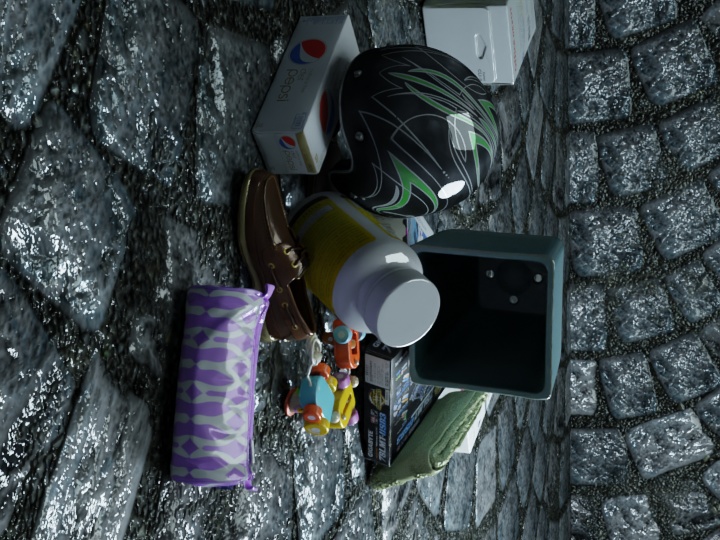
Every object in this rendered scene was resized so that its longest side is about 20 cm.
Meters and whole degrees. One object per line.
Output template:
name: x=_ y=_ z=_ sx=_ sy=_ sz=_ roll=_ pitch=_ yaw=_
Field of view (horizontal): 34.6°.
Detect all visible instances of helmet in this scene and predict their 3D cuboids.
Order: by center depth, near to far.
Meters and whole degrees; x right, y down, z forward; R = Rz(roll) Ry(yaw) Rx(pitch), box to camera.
helmet: x=0.060 y=-0.161 z=1.322 sx=0.191 sy=0.199 sz=0.201 roll=129 pitch=-25 yaw=-63

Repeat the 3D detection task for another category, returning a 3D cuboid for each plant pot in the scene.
plant pot: x=0.188 y=0.038 z=1.579 sx=0.200 sy=0.195 sz=0.197 roll=-39 pitch=131 yaw=-62

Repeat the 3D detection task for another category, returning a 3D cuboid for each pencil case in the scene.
pencil case: x=-0.133 y=0.112 z=1.105 sx=0.084 sy=0.085 sz=0.202 roll=15 pitch=77 yaw=-72

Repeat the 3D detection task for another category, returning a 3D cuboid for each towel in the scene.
towel: x=0.101 y=0.242 z=1.701 sx=0.037 sy=0.148 sz=0.200 roll=53 pitch=43 yaw=-11

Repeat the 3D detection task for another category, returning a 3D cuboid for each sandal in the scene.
sandal: x=-0.027 y=-0.062 z=1.433 sx=0.082 sy=0.054 sz=0.202 roll=-29 pitch=120 yaw=-68

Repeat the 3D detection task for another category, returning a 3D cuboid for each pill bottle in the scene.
pill bottle: x=0.000 y=0.000 z=1.278 sx=0.111 sy=0.200 sz=0.112 roll=-17 pitch=125 yaw=-26

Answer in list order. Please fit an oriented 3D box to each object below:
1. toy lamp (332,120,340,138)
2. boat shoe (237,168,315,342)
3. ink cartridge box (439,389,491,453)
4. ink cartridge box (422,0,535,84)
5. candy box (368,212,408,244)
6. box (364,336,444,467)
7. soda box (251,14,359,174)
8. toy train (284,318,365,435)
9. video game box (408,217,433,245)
toy lamp: x=-0.013 y=-0.205 z=1.456 sx=0.200 sy=0.058 sz=0.059 roll=-42 pitch=131 yaw=-66
boat shoe: x=-0.086 y=-0.015 z=1.250 sx=0.072 sy=0.067 sz=0.202 roll=-52 pitch=140 yaw=-59
ink cartridge box: x=0.167 y=0.192 z=1.981 sx=0.200 sy=0.084 sz=0.146 roll=-58 pitch=146 yaw=-54
ink cartridge box: x=0.199 y=-0.416 z=1.909 sx=0.201 sy=0.143 sz=0.146 roll=-65 pitch=151 yaw=-48
candy box: x=0.030 y=-0.040 z=1.488 sx=0.201 sy=0.060 sz=0.137 roll=-90 pitch=180 yaw=-46
box: x=0.069 y=0.143 z=1.657 sx=0.200 sy=0.049 sz=0.200 roll=-47 pitch=147 yaw=-46
soda box: x=-0.058 y=-0.203 z=1.317 sx=0.068 sy=0.063 sz=0.201 roll=71 pitch=29 yaw=-47
toy train: x=-0.047 y=0.122 z=1.411 sx=0.200 sy=0.055 sz=0.152 roll=-12 pitch=99 yaw=-71
video game box: x=0.054 y=0.002 z=1.692 sx=0.182 sy=0.046 sz=0.202 roll=44 pitch=52 yaw=-62
